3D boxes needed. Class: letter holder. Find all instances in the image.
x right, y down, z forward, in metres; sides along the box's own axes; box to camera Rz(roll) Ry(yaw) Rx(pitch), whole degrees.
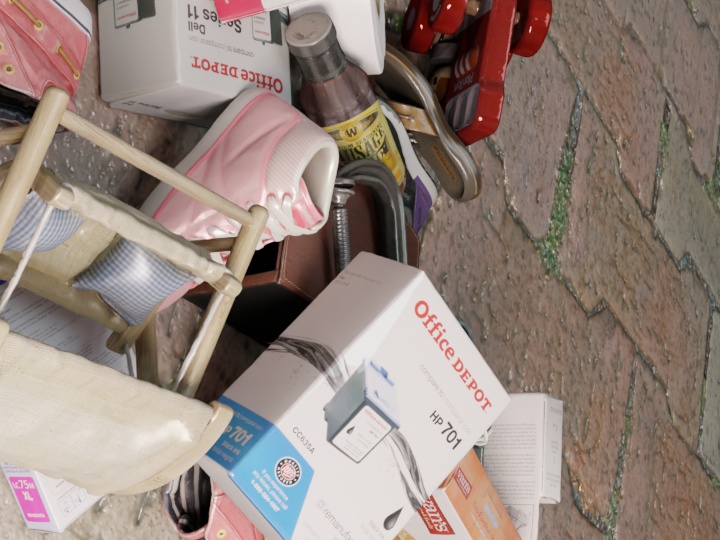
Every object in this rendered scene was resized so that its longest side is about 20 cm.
[{"bbox_3d":[-0.042,-0.010,1.077,0.200,0.100,0.142,37,53,-49],"label":"letter holder"}]

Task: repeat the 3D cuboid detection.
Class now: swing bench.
[{"bbox_3d":[-0.177,0.025,0.769,0.199,0.130,0.200,29,63,-50],"label":"swing bench"}]

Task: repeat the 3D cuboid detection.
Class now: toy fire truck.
[{"bbox_3d":[0.105,-0.203,1.281,0.112,0.200,0.168,14,82,-15],"label":"toy fire truck"}]

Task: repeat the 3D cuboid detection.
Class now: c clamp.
[{"bbox_3d":[0.000,0.000,1.021,0.171,0.027,0.200,15,70,-55],"label":"c clamp"}]

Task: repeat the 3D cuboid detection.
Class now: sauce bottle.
[{"bbox_3d":[-0.015,-0.132,1.072,0.200,0.066,0.066,61,38,-49],"label":"sauce bottle"}]

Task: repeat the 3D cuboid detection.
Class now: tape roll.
[{"bbox_3d":[-0.021,-0.269,1.104,0.202,0.071,0.203,-4,90,-85],"label":"tape roll"}]

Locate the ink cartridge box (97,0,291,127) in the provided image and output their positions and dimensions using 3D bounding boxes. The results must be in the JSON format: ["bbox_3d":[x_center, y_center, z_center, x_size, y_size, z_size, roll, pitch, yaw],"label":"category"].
[{"bbox_3d":[-0.130,-0.223,0.992,0.147,0.083,0.200,3,83,-56],"label":"ink cartridge box"}]

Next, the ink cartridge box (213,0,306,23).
[{"bbox_3d":[-0.024,-0.274,0.903,0.083,0.200,0.145,-31,110,-53],"label":"ink cartridge box"}]

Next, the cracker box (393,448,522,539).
[{"bbox_3d":[0.020,0.201,1.042,0.134,0.200,0.058,61,42,-30],"label":"cracker box"}]

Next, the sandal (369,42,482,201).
[{"bbox_3d":[0.045,-0.145,1.236,0.055,0.082,0.200,-36,103,-16],"label":"sandal"}]

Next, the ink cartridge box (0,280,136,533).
[{"bbox_3d":[-0.212,0.061,0.858,0.119,0.042,0.200,-39,119,-50],"label":"ink cartridge box"}]

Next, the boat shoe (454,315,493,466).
[{"bbox_3d":[0.075,0.126,1.048,0.073,0.062,0.200,-19,105,-34],"label":"boat shoe"}]

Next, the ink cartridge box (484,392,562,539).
[{"bbox_3d":[0.081,0.202,1.137,0.045,0.200,0.176,27,63,-52],"label":"ink cartridge box"}]

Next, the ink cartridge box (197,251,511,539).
[{"bbox_3d":[-0.007,0.109,0.917,0.200,0.086,0.147,-46,120,-16],"label":"ink cartridge box"}]

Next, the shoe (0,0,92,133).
[{"bbox_3d":[-0.249,-0.163,0.809,0.200,0.071,0.091,34,51,-55],"label":"shoe"}]

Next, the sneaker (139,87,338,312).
[{"bbox_3d":[-0.093,-0.038,0.939,0.200,0.105,0.075,-54,152,-10],"label":"sneaker"}]

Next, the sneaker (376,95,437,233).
[{"bbox_3d":[0.008,-0.091,1.195,0.200,0.076,0.088,49,52,-41],"label":"sneaker"}]

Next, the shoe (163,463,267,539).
[{"bbox_3d":[-0.102,0.214,0.967,0.091,0.071,0.200,5,79,-51],"label":"shoe"}]
